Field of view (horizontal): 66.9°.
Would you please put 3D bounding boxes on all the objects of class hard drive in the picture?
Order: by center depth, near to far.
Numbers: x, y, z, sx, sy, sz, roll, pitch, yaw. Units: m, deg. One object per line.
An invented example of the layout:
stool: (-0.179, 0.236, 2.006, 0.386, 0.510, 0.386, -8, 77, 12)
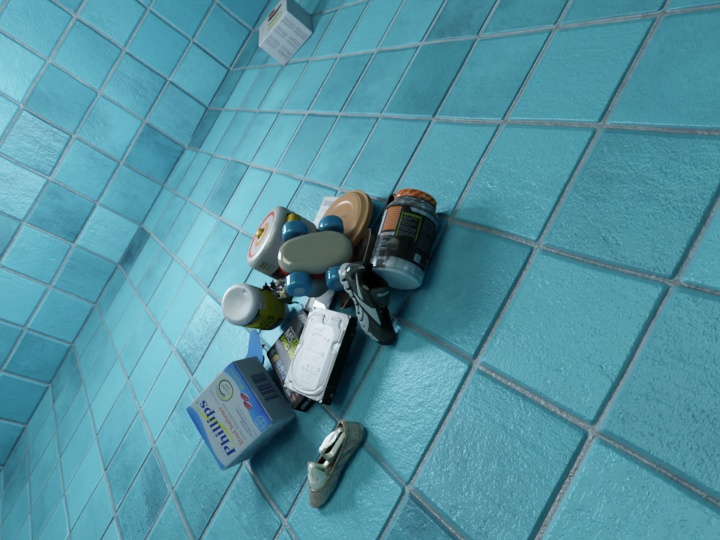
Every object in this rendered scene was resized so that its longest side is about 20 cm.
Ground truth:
hard drive: (-0.090, 0.188, 1.234, 0.139, 0.038, 0.201, 10, 76, 45)

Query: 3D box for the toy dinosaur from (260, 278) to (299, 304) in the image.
toy dinosaur: (-0.206, 0.059, 1.412, 0.048, 0.088, 0.200, -60, -3, -11)

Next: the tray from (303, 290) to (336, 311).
tray: (-0.088, 0.046, 1.426, 0.107, 0.022, 0.201, 4, 69, 52)

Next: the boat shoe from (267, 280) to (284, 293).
boat shoe: (-0.228, 0.048, 1.578, 0.200, 0.057, 0.067, -33, 7, 27)

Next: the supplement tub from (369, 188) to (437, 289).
supplement tub: (0.099, -0.070, 1.196, 0.122, 0.122, 0.201, -4, 62, 49)

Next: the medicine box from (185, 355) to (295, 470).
medicine box: (-0.292, 0.343, 1.323, 0.200, 0.103, 0.182, -45, 71, 19)

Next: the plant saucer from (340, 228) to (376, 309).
plant saucer: (0.000, 0.000, 1.283, 0.200, 0.032, 0.201, -161, 90, -84)

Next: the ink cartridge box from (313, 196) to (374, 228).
ink cartridge box: (-0.067, -0.116, 1.497, 0.200, 0.045, 0.177, 14, 76, 54)

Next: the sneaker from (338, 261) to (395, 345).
sneaker: (0.030, 0.066, 1.140, 0.090, 0.201, 0.066, -22, 8, 46)

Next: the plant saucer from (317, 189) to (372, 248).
plant saucer: (-0.050, -0.123, 1.415, 0.200, 0.032, 0.201, -30, 45, 34)

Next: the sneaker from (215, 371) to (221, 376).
sneaker: (-0.389, 0.366, 1.486, 0.078, 0.099, 0.201, 2, 75, 52)

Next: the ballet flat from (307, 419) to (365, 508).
ballet flat: (-0.068, 0.390, 1.116, 0.068, 0.067, 0.201, 28, 88, 55)

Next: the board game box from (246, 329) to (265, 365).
board game box: (-0.267, 0.256, 1.448, 0.158, 0.039, 0.201, -138, 55, -60)

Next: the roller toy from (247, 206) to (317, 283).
roller toy: (-0.213, -0.070, 1.447, 0.183, 0.139, 0.200, -61, 23, 3)

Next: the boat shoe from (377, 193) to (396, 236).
boat shoe: (0.068, -0.089, 1.304, 0.068, 0.057, 0.201, -7, 60, 48)

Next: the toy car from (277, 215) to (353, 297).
toy car: (-0.100, 0.002, 1.329, 0.176, 0.200, 0.185, -9, 56, -2)

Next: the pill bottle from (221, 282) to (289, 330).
pill bottle: (-0.270, 0.101, 1.444, 0.109, 0.200, 0.110, -5, 78, 21)

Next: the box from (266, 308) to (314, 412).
box: (-0.138, 0.215, 1.324, 0.160, 0.044, 0.200, -51, 44, 12)

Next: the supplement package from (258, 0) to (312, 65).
supplement package: (-0.334, -1.066, 2.413, 0.200, 0.147, 0.192, -39, 40, 28)
